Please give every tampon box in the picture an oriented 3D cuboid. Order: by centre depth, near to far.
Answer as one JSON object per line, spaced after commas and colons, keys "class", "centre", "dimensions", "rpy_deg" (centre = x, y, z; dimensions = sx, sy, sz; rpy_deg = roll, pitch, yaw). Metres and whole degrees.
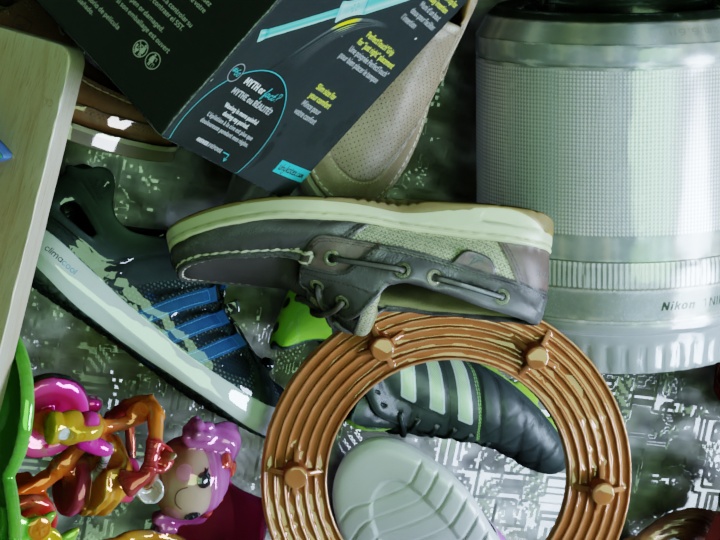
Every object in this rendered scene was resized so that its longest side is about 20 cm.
{"class": "tampon box", "centre": [-0.036, -0.160, 0.997], "dimensions": [0.200, 0.126, 0.150], "rpy_deg": [-47, 157, 7]}

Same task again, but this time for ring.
{"class": "ring", "centre": [0.046, 0.112, 1.105], "dimensions": [0.199, 0.019, 0.202], "rpy_deg": [-1, 100, -3]}

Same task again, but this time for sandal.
{"class": "sandal", "centre": [0.058, 0.173, 1.226], "dimensions": [0.082, 0.050, 0.203], "rpy_deg": [-38, 105, 16]}

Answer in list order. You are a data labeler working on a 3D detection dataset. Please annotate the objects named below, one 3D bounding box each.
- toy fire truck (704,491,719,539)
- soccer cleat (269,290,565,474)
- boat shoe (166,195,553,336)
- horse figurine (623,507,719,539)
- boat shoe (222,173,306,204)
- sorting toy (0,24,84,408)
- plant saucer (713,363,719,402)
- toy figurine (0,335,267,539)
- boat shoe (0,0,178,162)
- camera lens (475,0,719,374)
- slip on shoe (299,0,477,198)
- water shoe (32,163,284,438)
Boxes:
{"class": "toy fire truck", "centre": [0.250, 0.225, 1.276], "dimensions": [0.141, 0.049, 0.201], "rpy_deg": [20, 96, -38]}
{"class": "soccer cleat", "centre": [0.034, 0.068, 1.184], "dimensions": [0.200, 0.067, 0.081], "rpy_deg": [38, 76, -18]}
{"class": "boat shoe", "centre": [0.000, 0.000, 1.056], "dimensions": [0.199, 0.073, 0.065], "rpy_deg": [-1, 75, 1]}
{"class": "horse figurine", "centre": [0.176, 0.226, 1.288], "dimensions": [0.132, 0.050, 0.201], "rpy_deg": [22, 92, -30]}
{"class": "boat shoe", "centre": [-0.039, -0.108, 1.122], "dimensions": [0.065, 0.073, 0.201], "rpy_deg": [27, 79, -23]}
{"class": "sorting toy", "centre": [-0.253, -0.033, 0.978], "dimensions": [0.198, 0.070, 0.201], "rpy_deg": [17, 97, 13]}
{"class": "plant saucer", "centre": [0.242, 0.010, 1.207], "dimensions": [0.036, 0.200, 0.201], "rpy_deg": [9, 98, 2]}
{"class": "toy figurine", "centre": [-0.129, 0.122, 1.093], "dimensions": [0.183, 0.150, 0.201], "rpy_deg": [3, 114, -35]}
{"class": "boat shoe", "centre": [-0.175, -0.114, 1.055], "dimensions": [0.199, 0.072, 0.068], "rpy_deg": [20, 94, -25]}
{"class": "camera lens", "centre": [0.143, -0.057, 1.154], "dimensions": [0.159, 0.160, 0.201], "rpy_deg": [-6, 103, -22]}
{"class": "slip on shoe", "centre": [0.023, -0.124, 1.078], "dimensions": [0.076, 0.060, 0.201], "rpy_deg": [28, 79, -27]}
{"class": "water shoe", "centre": [-0.093, 0.019, 1.119], "dimensions": [0.200, 0.071, 0.079], "rpy_deg": [38, 80, -26]}
